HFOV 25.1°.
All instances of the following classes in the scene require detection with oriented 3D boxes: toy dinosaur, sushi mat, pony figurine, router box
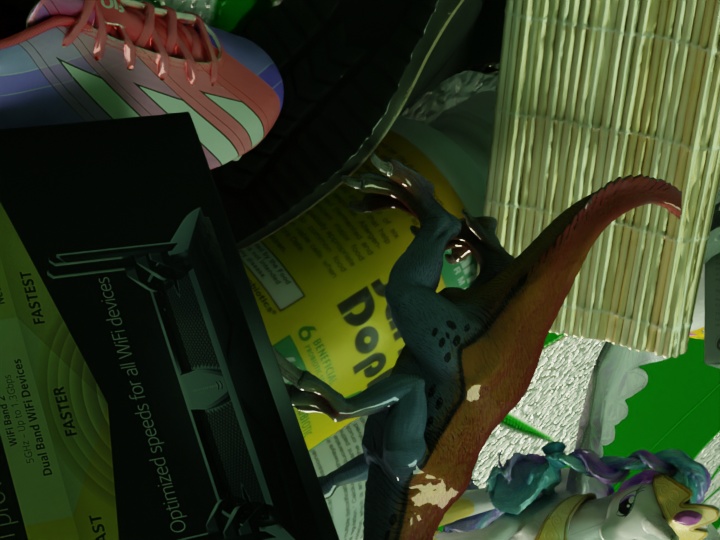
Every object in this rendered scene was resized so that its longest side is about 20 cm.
[{"bbox_3d":[0.023,0.050,0.598,0.199,0.182,0.105,-14,149,20],"label":"toy dinosaur"},{"bbox_3d":[0.101,-0.059,0.653,0.012,0.095,0.201,-64,161,-59],"label":"sushi mat"},{"bbox_3d":[0.122,0.134,0.910,0.199,0.167,0.193,-21,-176,26],"label":"pony figurine"},{"bbox_3d":[-0.099,0.054,0.470,0.157,0.201,0.052,-7,152,-26],"label":"router box"}]

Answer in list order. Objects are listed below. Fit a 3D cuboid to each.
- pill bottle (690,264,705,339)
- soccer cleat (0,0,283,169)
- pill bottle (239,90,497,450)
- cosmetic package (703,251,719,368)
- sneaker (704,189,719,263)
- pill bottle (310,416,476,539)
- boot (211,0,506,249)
[{"bbox_3d":[0.210,-0.009,1.025,0.104,0.104,0.200,-52,152,17],"label":"pill bottle"},{"bbox_3d":[-0.095,-0.072,0.555,0.199,0.067,0.077,-8,138,-45],"label":"soccer cleat"},{"bbox_3d":[0.000,0.000,0.737,0.200,0.113,0.113,-32,152,-22],"label":"pill bottle"},{"bbox_3d":[0.259,-0.037,0.934,0.081,0.201,0.113,-7,166,43],"label":"cosmetic package"},{"bbox_3d":[0.161,-0.044,0.905,0.199,0.091,0.078,-27,150,24],"label":"sneaker"},{"bbox_3d":[-0.045,0.101,0.821,0.200,0.113,0.114,-23,147,-36],"label":"pill bottle"},{"bbox_3d":[0.019,-0.084,0.691,0.200,0.077,0.138,-48,158,11],"label":"boot"}]
